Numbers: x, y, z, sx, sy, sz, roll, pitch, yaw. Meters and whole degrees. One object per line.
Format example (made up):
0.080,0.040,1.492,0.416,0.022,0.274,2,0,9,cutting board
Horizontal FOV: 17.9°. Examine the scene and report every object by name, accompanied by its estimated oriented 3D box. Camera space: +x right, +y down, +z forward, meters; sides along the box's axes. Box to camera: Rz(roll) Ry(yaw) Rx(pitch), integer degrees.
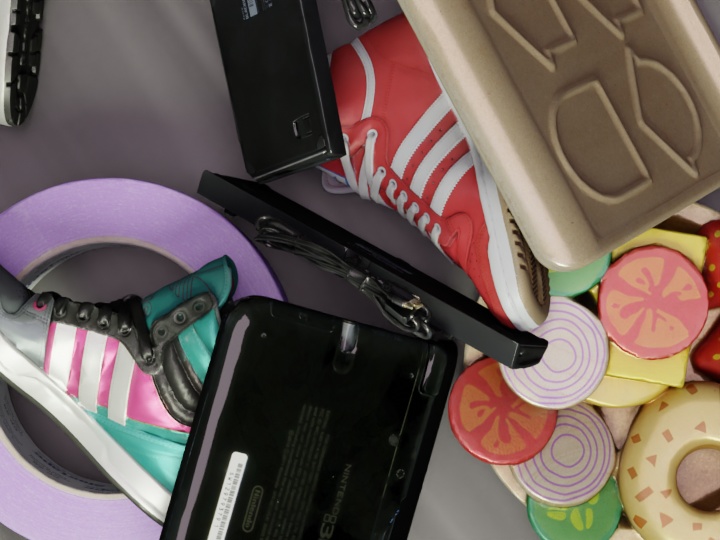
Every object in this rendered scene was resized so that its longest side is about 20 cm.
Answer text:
-0.037,-0.155,1.169,0.020,0.127,0.202,-9,86,-40,keyboard
0.026,-0.042,1.208,0.112,0.071,0.201,-22,61,9,sneaker
0.112,-0.106,1.207,0.199,0.046,0.186,-27,88,-44,wooden puzzle
-0.119,0.027,1.160,0.200,0.084,0.121,44,94,-6,sneaker
-0.217,-0.183,1.239,0.087,0.076,0.202,7,89,7,sneaker
-0.029,0.121,1.176,0.175,0.116,0.202,15,91,-23,game console
-0.133,0.052,1.236,0.198,0.066,0.202,0,88,0,tape roll
0.000,0.000,1.181,0.199,0.127,0.021,28,97,20,keyboard
0.149,0.057,1.240,0.196,0.049,0.202,9,89,1,toy food set
